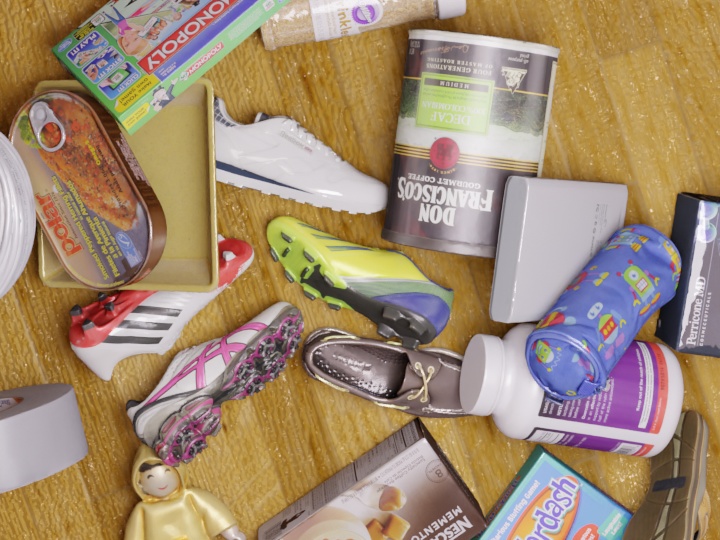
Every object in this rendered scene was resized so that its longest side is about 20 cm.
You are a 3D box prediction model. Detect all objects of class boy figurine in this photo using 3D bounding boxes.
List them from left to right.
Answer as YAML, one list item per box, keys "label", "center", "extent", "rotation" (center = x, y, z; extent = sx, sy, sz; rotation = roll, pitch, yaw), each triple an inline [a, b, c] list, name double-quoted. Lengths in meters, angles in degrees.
- label: "boy figurine"
  center: [-0.178, 0.262, 1.667]
  extent: [0.124, 0.064, 0.201]
  rotation: [-10, 98, 3]

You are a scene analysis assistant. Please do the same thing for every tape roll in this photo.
- label: "tape roll"
  center: [-0.361, 0.164, 1.583]
  extent: [0.199, 0.200, 0.066]
  rotation: [-13, 97, 0]

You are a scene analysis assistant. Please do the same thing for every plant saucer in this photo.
- label: "plant saucer"
  center: [-0.215, -0.083, 1.611]
  extent: [0.199, 0.048, 0.201]
  rotation: [2, 96, 24]

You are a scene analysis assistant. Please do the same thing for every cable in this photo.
- label: "cable"
  center: [-0.398, -0.051, 1.595]
  extent: [0.199, 0.069, 0.201]
  rotation: [-15, 92, 23]

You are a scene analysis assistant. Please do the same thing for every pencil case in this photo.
- label: "pencil case"
  center: [0.228, 0.040, 1.561]
  extent: [0.087, 0.078, 0.200]
  rotation: [42, 50, 2]

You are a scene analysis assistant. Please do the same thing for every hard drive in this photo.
- label: "hard drive"
  center: [0.191, -0.020, 1.590]
  extent: [0.026, 0.200, 0.133]
  rotation: [11, 97, 35]

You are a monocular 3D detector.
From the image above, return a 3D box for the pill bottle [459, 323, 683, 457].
- label: "pill bottle"
  center: [0.202, 0.113, 1.620]
  extent: [0.199, 0.112, 0.113]
  rotation: [10, 96, -13]

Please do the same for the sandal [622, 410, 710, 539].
- label: "sandal"
  center: [0.311, 0.234, 1.648]
  extent: [0.054, 0.080, 0.201]
  rotation: [35, 60, -29]

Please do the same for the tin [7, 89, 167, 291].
- label: "tin"
  center: [-0.257, -0.076, 1.584]
  extent: [0.112, 0.042, 0.201]
  rotation: [-31, 83, 20]

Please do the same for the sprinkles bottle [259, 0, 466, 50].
- label: "sprinkles bottle"
  center: [-0.001, -0.261, 1.614]
  extent: [0.199, 0.068, 0.069]
  rotation: [-11, 96, 0]

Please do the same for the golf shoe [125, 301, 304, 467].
- label: "golf shoe"
  center: [-0.144, 0.094, 1.644]
  extent: [0.200, 0.073, 0.092]
  rotation: [-42, 58, -13]

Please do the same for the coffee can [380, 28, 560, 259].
- label: "coffee can"
  center: [0.104, -0.120, 1.592]
  extent: [0.146, 0.146, 0.201]
  rotation: [7, 95, -2]

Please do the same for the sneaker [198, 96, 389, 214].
- label: "sneaker"
  center: [-0.062, -0.107, 1.628]
  extent: [0.199, 0.076, 0.081]
  rotation: [15, 90, -3]

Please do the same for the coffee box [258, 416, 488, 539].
- label: "coffee box"
  center: [0.011, 0.254, 1.659]
  extent: [0.200, 0.080, 0.115]
  rotation: [-34, 100, 3]

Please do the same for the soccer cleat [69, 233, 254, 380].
- label: "soccer cleat"
  center: [-0.190, 0.035, 1.646]
  extent: [0.200, 0.069, 0.085]
  rotation: [-30, 129, -11]

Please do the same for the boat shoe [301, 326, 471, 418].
- label: "boat shoe"
  center: [0.039, 0.105, 1.657]
  extent: [0.199, 0.060, 0.072]
  rotation: [17, 96, -3]

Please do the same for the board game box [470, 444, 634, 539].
- label: "board game box"
  center: [0.216, 0.294, 1.688]
  extent: [0.200, 0.045, 0.152]
  rotation: [35, 94, -4]

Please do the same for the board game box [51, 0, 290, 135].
- label: "board game box"
  center: [-0.177, -0.230, 1.574]
  extent: [0.200, 0.029, 0.135]
  rotation: [-41, 51, -8]

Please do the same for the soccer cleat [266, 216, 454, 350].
- label: "soccer cleat"
  center: [0.000, 0.001, 1.654]
  extent: [0.200, 0.065, 0.084]
  rotation: [31, 55, 5]

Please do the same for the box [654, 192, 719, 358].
- label: "box"
  center: [0.403, 0.012, 1.633]
  extent: [0.199, 0.107, 0.149]
  rotation: [7, 96, -1]
